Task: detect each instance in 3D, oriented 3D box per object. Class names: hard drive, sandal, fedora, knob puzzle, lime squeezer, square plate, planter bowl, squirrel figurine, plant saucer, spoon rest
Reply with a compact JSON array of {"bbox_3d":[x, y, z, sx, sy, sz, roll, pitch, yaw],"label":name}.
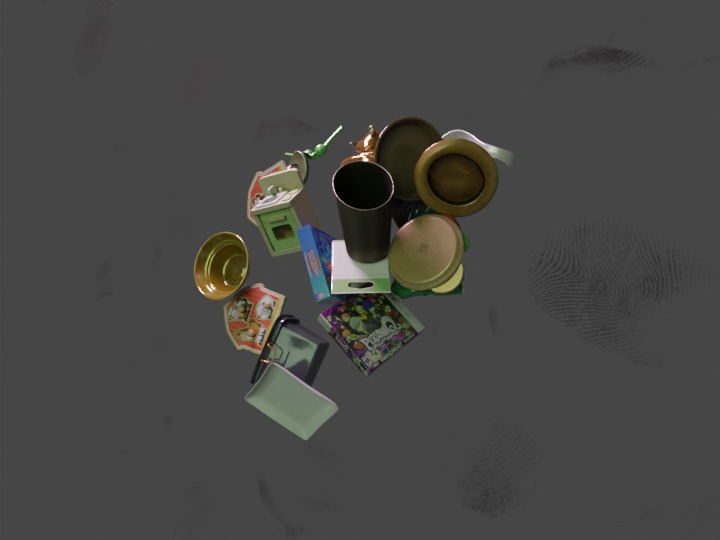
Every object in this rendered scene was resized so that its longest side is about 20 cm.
[{"bbox_3d":[0.160,-0.137,1.335,0.135,0.042,0.201,-38,64,15],"label":"hard drive"},{"bbox_3d":[-0.211,-0.252,1.530,0.080,0.057,0.202,30,98,33],"label":"sandal"},{"bbox_3d":[0.227,-0.227,1.260,0.199,0.082,0.202,2,117,4],"label":"fedora"},{"bbox_3d":[-0.262,-0.194,1.526,0.218,0.030,0.221,7,106,27],"label":"knob puzzle"},{"bbox_3d":[-0.139,-0.356,1.534,0.199,0.038,0.071,-20,70,22],"label":"lime squeezer"},{"bbox_3d":[-0.173,0.326,1.315,0.198,0.028,0.200,35,130,-4],"label":"square plate"},{"bbox_3d":[-0.388,-0.005,1.553,0.199,0.083,0.202,-6,75,25],"label":"planter bowl"},{"bbox_3d":[-0.323,0.132,1.512,0.218,0.030,0.221,-6,77,25],"label":"knob puzzle"},{"bbox_3d":[0.045,-0.283,1.374,0.199,0.141,0.188,-6,58,43],"label":"squirrel figurine"},{"bbox_3d":[0.119,-0.271,1.283,0.029,0.199,0.201,19,87,65],"label":"plant saucer"},{"bbox_3d":[0.279,-0.294,1.302,0.199,0.061,0.100,17,86,27],"label":"spoon rest"}]

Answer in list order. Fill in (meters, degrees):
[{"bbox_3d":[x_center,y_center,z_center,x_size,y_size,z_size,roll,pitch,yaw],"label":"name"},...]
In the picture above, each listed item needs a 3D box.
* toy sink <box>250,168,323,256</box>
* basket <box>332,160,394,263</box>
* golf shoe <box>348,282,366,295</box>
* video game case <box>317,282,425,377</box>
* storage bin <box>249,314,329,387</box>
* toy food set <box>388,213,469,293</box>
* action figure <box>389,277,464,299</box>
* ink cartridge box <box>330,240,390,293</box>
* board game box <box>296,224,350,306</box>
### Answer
[{"bbox_3d":[-0.207,-0.154,1.425,0.130,0.112,0.201,-9,115,23],"label":"toy sink"},{"bbox_3d":[0.012,-0.127,1.249,0.135,0.201,0.181,-13,48,-7],"label":"basket"},{"bbox_3d":[0.005,0.074,1.338,0.072,0.092,0.201,-22,68,24],"label":"golf shoe"},{"bbox_3d":[0.028,0.128,1.257,0.181,0.200,0.036,48,145,15],"label":"video game case"},{"bbox_3d":[-0.180,0.233,1.376,0.134,0.145,0.201,23,89,18],"label":"storage bin"},{"bbox_3d":[0.159,-0.045,1.247,0.199,0.049,0.199,2,71,32],"label":"toy food set"},{"bbox_3d":[0.153,0.025,1.297,0.199,0.055,0.119,-17,73,26],"label":"action figure"},{"bbox_3d":[0.000,0.000,1.300,0.145,0.048,0.201,-1,44,0],"label":"ink cartridge box"},{"bbox_3d":[-0.087,-0.005,1.366,0.045,0.152,0.201,-24,70,19],"label":"board game box"}]
